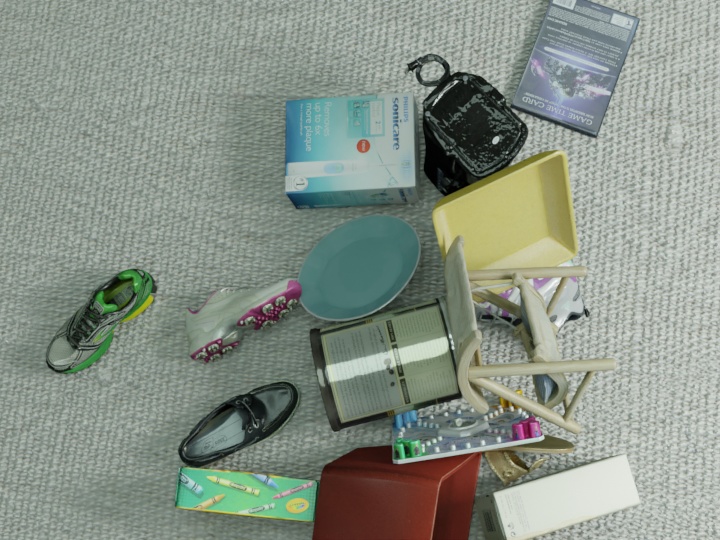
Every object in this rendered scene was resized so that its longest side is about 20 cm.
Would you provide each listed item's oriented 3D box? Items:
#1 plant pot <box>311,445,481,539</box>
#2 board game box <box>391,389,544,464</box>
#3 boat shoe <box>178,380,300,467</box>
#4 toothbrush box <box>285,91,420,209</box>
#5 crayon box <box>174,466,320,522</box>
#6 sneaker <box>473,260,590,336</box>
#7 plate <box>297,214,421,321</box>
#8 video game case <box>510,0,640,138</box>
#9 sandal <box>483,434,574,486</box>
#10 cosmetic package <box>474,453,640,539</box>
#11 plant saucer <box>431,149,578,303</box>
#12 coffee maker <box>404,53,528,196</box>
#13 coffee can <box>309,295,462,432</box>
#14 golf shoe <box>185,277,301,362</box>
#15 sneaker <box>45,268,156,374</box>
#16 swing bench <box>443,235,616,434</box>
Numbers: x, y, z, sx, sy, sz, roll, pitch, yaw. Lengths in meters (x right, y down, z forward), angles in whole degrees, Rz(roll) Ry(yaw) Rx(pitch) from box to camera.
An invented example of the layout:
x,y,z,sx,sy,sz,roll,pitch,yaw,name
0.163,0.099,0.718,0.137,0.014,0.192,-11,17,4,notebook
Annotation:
x,y,z,sx,sy,sz,roll,pitch,yaw,name
0.041,0.333,1.478,0.173,0.199,0.204,11,97,20,plant pot
0.139,0.209,1.504,0.196,0.200,0.026,-9,96,2,board game box
-0.178,0.220,1.596,0.197,0.066,0.075,-26,76,-1,boat shoe
-0.010,-0.178,1.656,0.196,0.085,0.149,-1,77,8,toothbrush box
-0.149,0.315,1.546,0.196,0.119,0.059,5,78,5,crayon box
0.235,0.072,1.589,0.197,0.078,0.142,-22,76,0,sneaker
0.000,0.000,1.611,0.197,0.026,0.202,-17,44,17,plate
0.330,-0.319,1.699,0.141,0.019,0.203,21,81,9,video game case
0.195,0.269,1.563,0.208,0.078,0.071,4,97,12,sandal
0.265,0.312,1.498,0.196,0.104,0.074,-13,78,-12,cosmetic package
0.193,-0.063,1.509,0.197,0.202,0.049,-24,44,-5,plant saucer
0.152,-0.196,1.593,0.133,0.200,0.195,-19,77,-2,coffee maker
0.040,0.131,1.556,0.196,0.146,0.149,-14,77,1,coffee can
-0.179,0.053,1.617,0.198,0.075,0.093,-31,64,13,golf shoe
-0.394,0.068,1.638,0.078,0.085,0.200,41,84,12,sneaker
0.199,0.081,1.428,0.196,0.131,0.201,12,38,-10,swing bench
